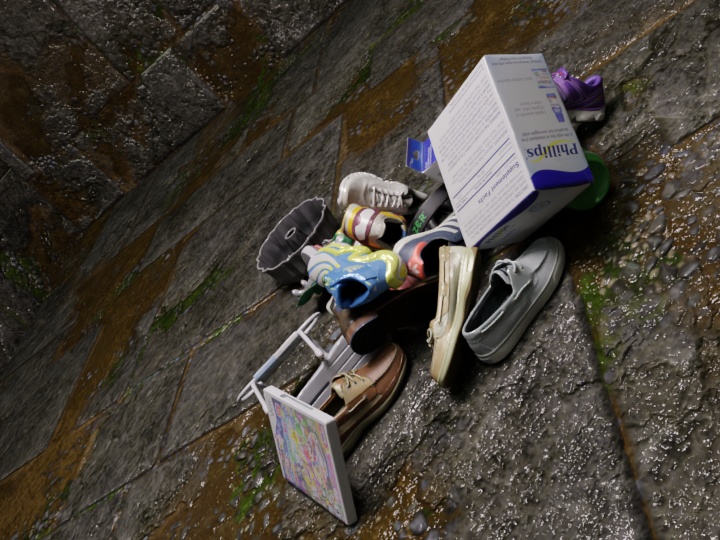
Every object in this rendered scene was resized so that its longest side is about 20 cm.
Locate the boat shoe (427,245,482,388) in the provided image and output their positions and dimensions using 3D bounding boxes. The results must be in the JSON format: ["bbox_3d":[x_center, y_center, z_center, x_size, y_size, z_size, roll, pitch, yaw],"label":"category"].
[{"bbox_3d":[0.120,0.060,1.057,0.062,0.073,0.205,6,70,21],"label":"boat shoe"}]

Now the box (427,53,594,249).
[{"bbox_3d":[0.200,-0.161,1.070,0.184,0.103,0.204,132,126,-60],"label":"box"}]

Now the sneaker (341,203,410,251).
[{"bbox_3d":[0.050,-0.060,1.304,0.089,0.198,0.077,22,99,31],"label":"sneaker"}]

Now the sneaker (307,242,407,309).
[{"bbox_3d":[-0.029,0.008,1.150,0.197,0.077,0.104,-4,21,44],"label":"sneaker"}]

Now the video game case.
[{"bbox_3d":[-0.074,0.249,1.063,0.018,0.147,0.199,-18,14,-28],"label":"video game case"}]

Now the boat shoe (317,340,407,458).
[{"bbox_3d":[-0.009,0.184,1.116,0.201,0.074,0.075,-53,27,-13],"label":"boat shoe"}]

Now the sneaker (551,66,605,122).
[{"bbox_3d":[0.290,-0.270,1.195,0.195,0.086,0.080,-8,15,-21],"label":"sneaker"}]

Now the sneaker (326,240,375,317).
[{"bbox_3d":[-0.012,-0.002,1.380,0.087,0.076,0.203,-22,35,39],"label":"sneaker"}]

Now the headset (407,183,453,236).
[{"bbox_3d":[0.139,-0.112,1.262,0.198,0.094,0.125,-30,-27,-41],"label":"headset"}]

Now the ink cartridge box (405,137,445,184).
[{"bbox_3d":[0.166,-0.160,1.204,0.100,0.196,0.040,-83,18,-53],"label":"ink cartridge box"}]

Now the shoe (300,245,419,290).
[{"bbox_3d":[0.000,0.000,1.274,0.091,0.198,0.072,-49,-19,-19],"label":"shoe"}]

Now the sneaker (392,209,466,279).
[{"bbox_3d":[0.148,-0.040,1.166,0.197,0.076,0.084,-30,30,-19],"label":"sneaker"}]

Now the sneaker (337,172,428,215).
[{"bbox_3d":[0.043,-0.132,1.382,0.080,0.197,0.077,15,102,46],"label":"sneaker"}]

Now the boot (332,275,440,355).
[{"bbox_3d":[0.051,0.043,1.168,0.197,0.076,0.097,-26,36,-15],"label":"boot"}]

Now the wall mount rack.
[{"bbox_3d":[-0.115,0.160,1.239,0.200,0.074,0.174,-48,-9,-4],"label":"wall mount rack"}]

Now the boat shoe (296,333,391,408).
[{"bbox_3d":[-0.035,0.154,1.200,0.199,0.072,0.071,-42,3,-16],"label":"boat shoe"}]

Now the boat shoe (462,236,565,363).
[{"bbox_3d":[0.204,0.025,1.027,0.203,0.071,0.070,-55,28,-17],"label":"boat shoe"}]

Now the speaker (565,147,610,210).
[{"bbox_3d":[0.288,-0.156,1.142,0.088,0.088,0.201,-42,26,6],"label":"speaker"}]

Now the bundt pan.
[{"bbox_3d":[-0.124,-0.053,1.616,0.200,0.076,0.204,-34,29,21],"label":"bundt pan"}]

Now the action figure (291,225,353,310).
[{"bbox_3d":[-0.057,-0.026,1.412,0.201,0.054,0.118,-53,1,32],"label":"action figure"}]
